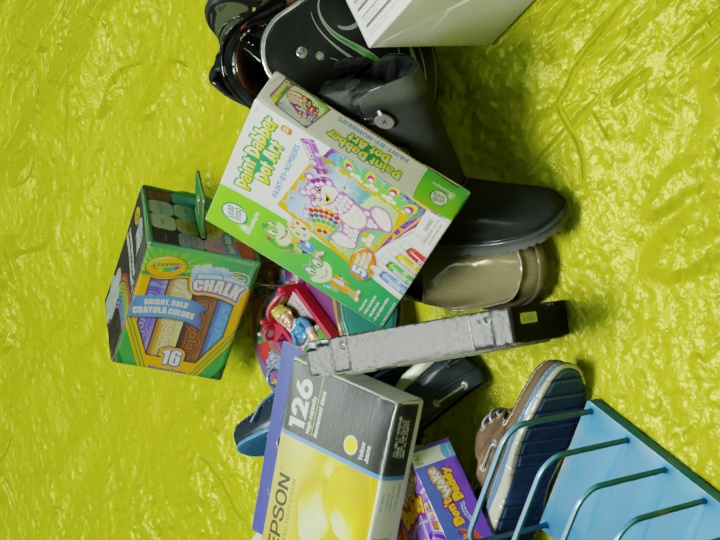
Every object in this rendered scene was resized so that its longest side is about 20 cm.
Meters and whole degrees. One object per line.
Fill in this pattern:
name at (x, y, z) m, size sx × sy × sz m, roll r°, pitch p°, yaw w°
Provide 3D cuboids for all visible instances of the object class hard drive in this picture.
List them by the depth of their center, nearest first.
hard drive at (0.069, 0.061, 1.589) m, size 0.200 × 0.140 × 0.038 m, roll -10°, pitch 87°, yaw 25°

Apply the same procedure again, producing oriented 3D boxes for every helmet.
helmet at (-0.022, -0.171, 1.669) m, size 0.200 × 0.200 × 0.191 m, roll -18°, pitch 112°, yaw 48°

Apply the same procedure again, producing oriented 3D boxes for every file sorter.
file sorter at (0.207, 0.227, 1.514) m, size 0.200 × 0.123 × 0.139 m, roll 39°, pitch 123°, yaw 38°

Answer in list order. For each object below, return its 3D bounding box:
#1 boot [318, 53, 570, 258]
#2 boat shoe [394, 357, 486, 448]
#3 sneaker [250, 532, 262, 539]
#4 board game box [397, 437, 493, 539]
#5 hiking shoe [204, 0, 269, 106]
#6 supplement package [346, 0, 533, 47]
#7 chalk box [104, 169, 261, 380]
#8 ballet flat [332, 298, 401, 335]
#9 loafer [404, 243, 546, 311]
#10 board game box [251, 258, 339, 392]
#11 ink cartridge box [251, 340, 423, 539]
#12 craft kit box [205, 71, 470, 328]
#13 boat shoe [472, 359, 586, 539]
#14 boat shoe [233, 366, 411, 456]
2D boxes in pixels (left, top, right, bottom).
boot at (0.075, -0.105, 1.560) m, size 0.165 × 0.066 × 0.200 m, roll -11°, pitch 125°, yaw 22°
boat shoe at (0.040, 0.152, 1.712) m, size 0.200 × 0.075 × 0.062 m, roll -47°, pitch 74°, yaw 12°
sneaker at (-0.108, 0.353, 1.932) m, size 0.200 × 0.078 × 0.099 m, roll 109°, pitch 177°, yaw -47°
board game box at (0.062, 0.259, 1.690) m, size 0.135 × 0.045 × 0.200 m, roll 65°, pitch 155°, yaw 20°
hiking shoe at (-0.117, -0.223, 1.839) m, size 0.200 × 0.101 × 0.076 m, roll 50°, pitch 128°, yaw 32°
supplement package at (0.095, -0.296, 1.550) m, size 0.200 × 0.156 × 0.111 m, roll -43°, pitch 64°, yaw 42°
chalk box at (-0.184, -0.006, 1.898) m, size 0.125 × 0.124 × 0.200 m, roll -107°, pitch 34°, yaw -55°
ballet flat at (0.000, 0.000, 1.763) m, size 0.063 × 0.069 × 0.200 m, roll 129°, pitch 138°, yaw -70°
loafer at (0.088, 0.005, 1.660) m, size 0.200 × 0.067 × 0.076 m, roll -7°, pitch 90°, yaw 49°
board game box at (-0.064, 0.065, 1.859) m, size 0.200 × 0.039 × 0.158 m, roll -3°, pitch 92°, yaw 49°
ink cartridge box at (-0.038, 0.186, 1.672) m, size 0.200 × 0.047 × 0.198 m, roll 19°, pitch 103°, yaw 43°
craft kit box at (-0.025, -0.058, 1.589) m, size 0.197 × 0.049 × 0.200 m, roll 34°, pitch 146°, yaw 3°
boat shoe at (0.139, 0.159, 1.620) m, size 0.072 × 0.072 × 0.200 m, roll 43°, pitch 122°, yaw 45°
boat shoe at (-0.040, 0.120, 1.793) m, size 0.200 × 0.084 × 0.069 m, roll -27°, pitch 62°, yaw 11°
